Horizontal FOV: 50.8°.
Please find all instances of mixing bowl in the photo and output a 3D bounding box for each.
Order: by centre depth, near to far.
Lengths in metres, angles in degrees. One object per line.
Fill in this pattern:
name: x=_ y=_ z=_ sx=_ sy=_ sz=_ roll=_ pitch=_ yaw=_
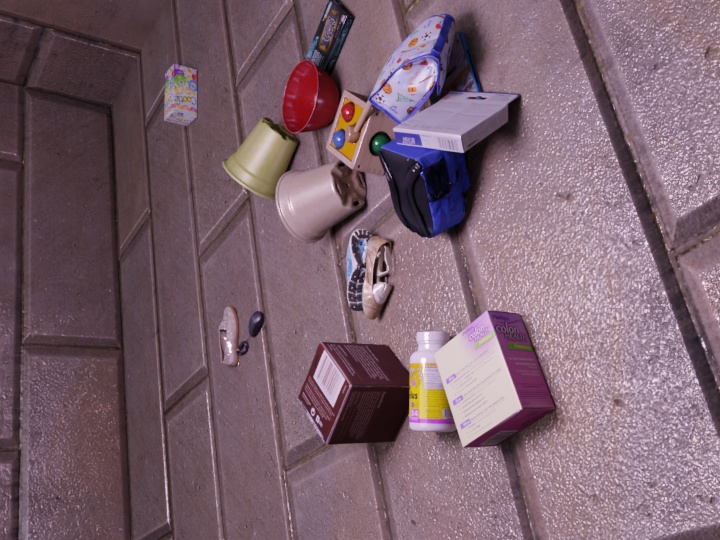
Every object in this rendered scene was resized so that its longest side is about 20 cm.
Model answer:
mixing bowl: x=-0.128 y=-0.476 z=2.129 sx=0.198 sy=0.107 sz=0.205 roll=-13 pitch=73 yaw=53

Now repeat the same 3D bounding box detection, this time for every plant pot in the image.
plant pot: x=-0.090 y=-0.194 z=1.977 sx=0.181 sy=0.198 sz=0.205 roll=-19 pitch=68 yaw=39
plant pot: x=-0.287 y=-0.349 z=2.291 sx=0.186 sy=0.198 sz=0.201 roll=-56 pitch=42 yaw=17

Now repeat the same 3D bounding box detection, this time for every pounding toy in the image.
pounding toy: x=0.007 y=-0.352 z=1.881 sx=0.200 sy=0.140 sz=0.188 roll=44 pitch=120 yaw=49

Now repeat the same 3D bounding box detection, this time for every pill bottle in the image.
pill bottle: x=0.153 y=0.234 z=1.598 sx=0.103 sy=0.102 sz=0.205 roll=-12 pitch=74 yaw=54

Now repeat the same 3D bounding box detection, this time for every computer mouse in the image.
computer mouse: x=-0.359 y=0.202 z=2.413 sx=0.202 sy=0.033 sz=0.059 roll=-57 pitch=43 yaw=33

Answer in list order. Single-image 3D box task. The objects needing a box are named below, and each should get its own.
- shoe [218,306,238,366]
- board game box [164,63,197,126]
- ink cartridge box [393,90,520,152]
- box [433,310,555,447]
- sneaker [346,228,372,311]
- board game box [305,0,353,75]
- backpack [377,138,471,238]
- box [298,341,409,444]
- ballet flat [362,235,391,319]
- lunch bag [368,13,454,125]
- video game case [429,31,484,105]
shoe: x=-0.439 y=0.215 z=2.508 sx=0.070 sy=0.052 sz=0.205 roll=-30 pitch=60 yaw=49
board game box: x=-0.719 y=-0.701 z=3.033 sx=0.102 sy=0.103 sz=0.205 roll=-19 pitch=69 yaw=52
ink cartridge box: x=0.200 y=-0.311 z=1.568 sx=0.198 sy=0.199 sz=0.041 roll=18 pitch=136 yaw=47
box: x=0.253 y=0.211 z=1.464 sx=0.176 sy=0.095 sz=0.203 roll=-46 pitch=50 yaw=41
sneaker: x=0.000 y=0.000 z=1.910 sx=0.090 sy=0.076 sz=0.205 roll=-178 pitch=92 yaw=-79
board game box: x=-0.092 y=-0.662 z=2.178 sx=0.202 sy=0.028 sz=0.136 roll=-62 pitch=39 yaw=28
backpack: x=0.154 y=-0.182 z=1.625 sx=0.162 sy=0.165 sz=0.204 roll=36 pitch=145 yaw=56
box: x=-0.007 y=0.280 z=1.740 sx=0.166 sy=0.197 sz=0.167 roll=48 pitch=122 yaw=48
ballet flat: x=0.044 y=0.017 z=1.832 sx=0.064 sy=0.070 sz=0.205 roll=-2 pitch=85 yaw=44
lunch bag: x=0.130 y=-0.446 z=1.664 sx=0.200 sy=0.123 sz=0.172 roll=-43 pitch=21 yaw=47
video game case: x=0.207 y=-0.413 z=1.708 sx=0.143 sy=0.017 sz=0.204 roll=-39 pitch=53 yaw=45
